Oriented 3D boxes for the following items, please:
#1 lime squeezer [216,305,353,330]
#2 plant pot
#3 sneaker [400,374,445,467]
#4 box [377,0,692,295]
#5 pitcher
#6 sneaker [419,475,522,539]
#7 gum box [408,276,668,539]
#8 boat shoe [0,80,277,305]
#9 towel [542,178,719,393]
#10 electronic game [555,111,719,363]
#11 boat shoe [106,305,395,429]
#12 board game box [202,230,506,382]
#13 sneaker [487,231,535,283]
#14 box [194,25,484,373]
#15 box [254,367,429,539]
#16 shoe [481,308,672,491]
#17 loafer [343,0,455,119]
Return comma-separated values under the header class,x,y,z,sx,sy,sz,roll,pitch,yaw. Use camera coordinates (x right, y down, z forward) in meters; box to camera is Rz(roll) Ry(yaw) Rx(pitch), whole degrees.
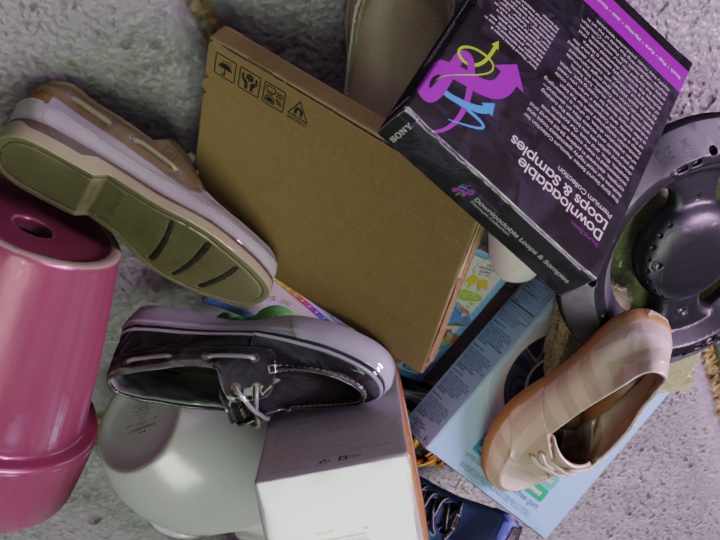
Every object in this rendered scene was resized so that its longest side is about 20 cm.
class,x,y,z,sx,sy,sz,roll,pitch,yaw
lime squeezer,-0.078,0.047,0.874,0.199,0.038,0.071,-8,178,18
plant pot,-0.251,0.040,0.782,0.199,0.200,0.180,20,108,-26
sneaker,0.053,0.131,0.982,0.199,0.077,0.078,22,121,-29
box,0.109,-0.102,0.695,0.143,0.200,0.036,40,142,-11
pitcher,-0.134,0.165,0.955,0.171,0.122,0.200,-24,143,21
sneaker,0.044,0.210,1.000,0.199,0.079,0.089,-1,134,41
gum box,0.156,0.094,0.947,0.200,0.045,0.170,-50,125,1
boat shoe,-0.133,-0.052,0.768,0.200,0.069,0.075,34,140,-20
towel,0.208,0.010,0.888,0.147,0.036,0.201,-3,113,-26
electronic game,0.227,-0.017,0.838,0.199,0.042,0.201,-11,124,-17
boat shoe,-0.077,0.075,0.805,0.199,0.071,0.072,4,138,18
board game box,0.000,0.000,0.887,0.199,0.034,0.135,23,122,-27
sneaker,0.094,-0.076,0.812,0.080,0.070,0.201,-17,127,-21
box,-0.021,-0.040,0.752,0.199,0.021,0.164,32,139,14
box,-0.007,0.157,0.808,0.097,0.200,0.125,-11,101,2
shoe,0.152,0.107,0.850,0.070,0.054,0.200,17,131,-24
loafer,0.025,-0.112,0.758,0.075,0.068,0.201,0,116,-13
